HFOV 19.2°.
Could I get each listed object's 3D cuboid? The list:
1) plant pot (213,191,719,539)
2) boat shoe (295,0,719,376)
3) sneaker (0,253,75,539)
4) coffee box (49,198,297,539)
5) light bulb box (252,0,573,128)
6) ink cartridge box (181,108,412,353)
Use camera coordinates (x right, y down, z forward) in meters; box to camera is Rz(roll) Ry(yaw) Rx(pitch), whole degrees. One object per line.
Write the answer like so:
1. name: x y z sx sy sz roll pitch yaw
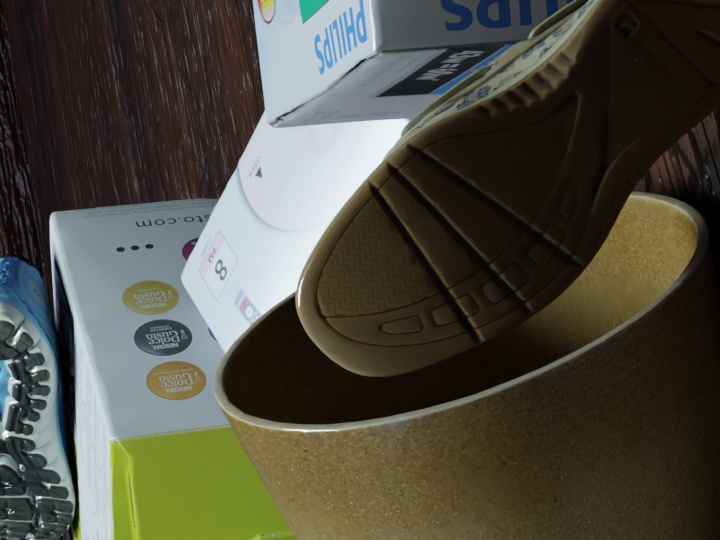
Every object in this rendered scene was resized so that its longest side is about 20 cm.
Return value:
1. plant pot: 0.065 0.099 0.796 0.186 0.186 0.201 -138 27 -69
2. boat shoe: 0.060 -0.039 0.729 0.073 0.200 0.063 51 176 -8
3. sneaker: -0.188 0.074 1.177 0.090 0.078 0.200 -83 3 -47
4. coffee box: -0.056 0.094 1.171 0.198 0.199 0.201 -114 23 -51
5. light bulb box: 0.028 -0.172 0.874 0.198 0.124 0.201 161 103 -75
6. ink cartridge box: 0.000 0.000 1.000 0.163 0.057 0.200 -60 38 23
